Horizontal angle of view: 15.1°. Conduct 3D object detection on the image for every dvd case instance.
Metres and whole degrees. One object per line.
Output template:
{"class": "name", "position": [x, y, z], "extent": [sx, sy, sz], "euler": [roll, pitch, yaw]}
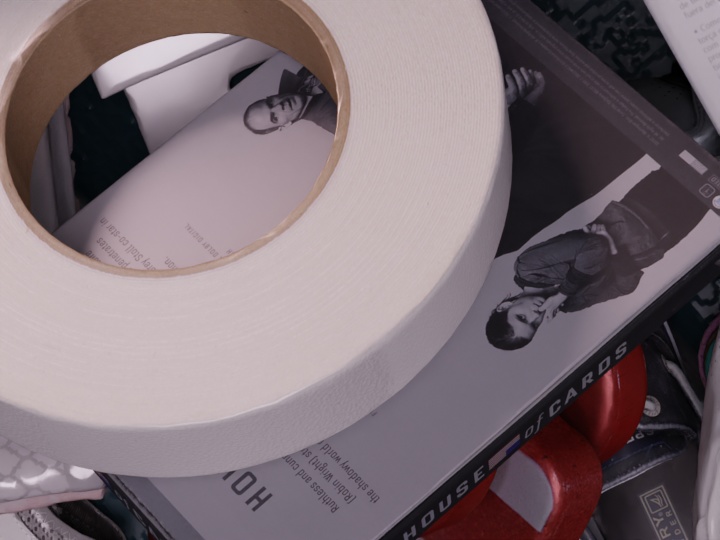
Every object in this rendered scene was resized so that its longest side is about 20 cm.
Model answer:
{"class": "dvd case", "position": [0.000, 0.000, 0.819], "extent": [0.200, 0.025, 0.150], "euler": [-40, 63, -13]}

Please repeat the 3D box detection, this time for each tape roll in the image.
{"class": "tape roll", "position": [-0.053, -0.038, 0.810], "extent": [0.201, 0.037, 0.204], "euler": [-3, 62, 7]}

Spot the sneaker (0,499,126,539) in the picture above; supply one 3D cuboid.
{"class": "sneaker", "position": [-0.106, 0.127, 0.955], "extent": [0.081, 0.075, 0.201], "euler": [-22, 102, 5]}

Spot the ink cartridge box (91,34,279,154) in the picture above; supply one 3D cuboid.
{"class": "ink cartridge box", "position": [-0.055, -0.137, 0.903], "extent": [0.115, 0.067, 0.201], "euler": [-22, 103, 2]}

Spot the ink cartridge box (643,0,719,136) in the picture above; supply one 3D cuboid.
{"class": "ink cartridge box", "position": [0.135, -0.145, 0.773], "extent": [0.161, 0.050, 0.201], "euler": [-27, 105, 15]}

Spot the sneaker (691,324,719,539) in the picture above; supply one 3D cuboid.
{"class": "sneaker", "position": [0.141, 0.020, 0.856], "extent": [0.075, 0.088, 0.202], "euler": [10, 108, 17]}

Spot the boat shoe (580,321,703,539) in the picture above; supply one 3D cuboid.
{"class": "boat shoe", "position": [0.087, 0.055, 0.951], "extent": [0.071, 0.068, 0.201], "euler": [-25, 103, 3]}

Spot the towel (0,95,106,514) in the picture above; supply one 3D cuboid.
{"class": "towel", "position": [-0.187, -0.007, 0.916], "extent": [0.189, 0.032, 0.202], "euler": [-8, 84, -1]}

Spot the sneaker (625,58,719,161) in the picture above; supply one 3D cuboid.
{"class": "sneaker", "position": [0.149, -0.090, 0.912], "extent": [0.198, 0.084, 0.122], "euler": [-6, 108, -9]}

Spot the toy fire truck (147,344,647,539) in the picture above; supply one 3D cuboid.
{"class": "toy fire truck", "position": [-0.011, 0.060, 0.914], "extent": [0.200, 0.112, 0.169], "euler": [38, 120, 26]}

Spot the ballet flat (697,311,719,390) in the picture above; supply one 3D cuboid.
{"class": "ballet flat", "position": [0.206, 0.003, 0.914], "extent": [0.199, 0.071, 0.070], "euler": [-24, 94, 36]}
